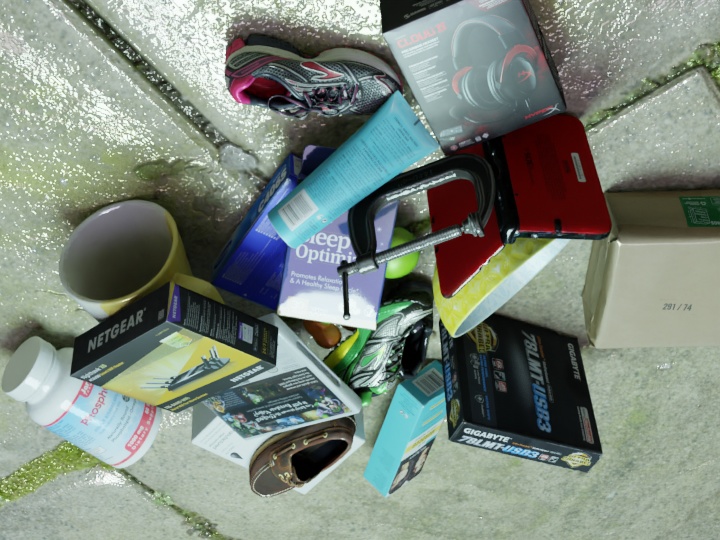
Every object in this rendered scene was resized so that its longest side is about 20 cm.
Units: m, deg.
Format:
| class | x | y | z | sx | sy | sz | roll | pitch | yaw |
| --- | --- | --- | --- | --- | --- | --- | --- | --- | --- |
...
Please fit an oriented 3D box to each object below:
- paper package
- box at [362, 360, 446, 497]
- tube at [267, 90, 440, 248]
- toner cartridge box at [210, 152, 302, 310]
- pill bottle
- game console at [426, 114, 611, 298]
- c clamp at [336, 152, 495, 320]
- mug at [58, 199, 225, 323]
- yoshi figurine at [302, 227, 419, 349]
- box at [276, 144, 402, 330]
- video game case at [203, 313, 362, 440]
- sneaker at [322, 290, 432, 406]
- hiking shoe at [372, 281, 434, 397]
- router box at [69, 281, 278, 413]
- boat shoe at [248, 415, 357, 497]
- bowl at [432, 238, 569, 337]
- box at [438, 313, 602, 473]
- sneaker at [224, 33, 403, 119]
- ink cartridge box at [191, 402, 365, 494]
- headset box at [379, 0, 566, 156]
| class | x | y | z | sx | sy | sz | roll | pitch | yaw |
| --- | --- | --- | --- | --- | --- | --- | --- | --- | --- |
| paper package | 0.387 | -0.001 | 1.560 | 0.197 | 0.104 | 0.192 | 0 | 133 | -2 |
| box | 0.069 | 0.222 | 1.753 | 0.082 | 0.049 | 0.201 | -28 | 148 | -40 |
| tube | -0.013 | -0.105 | 1.388 | 0.199 | 0.051 | 0.078 | -38 | 109 | 11 |
| toner cartridge box | -0.095 | -0.043 | 1.528 | 0.094 | 0.043 | 0.200 | 24 | 127 | -22 |
| pill bottle | -0.368 | 0.171 | 1.664 | 0.108 | 0.110 | 0.199 | -35 | 127 | 26 |
| game console | 0.172 | -0.073 | 1.412 | 0.170 | 0.201 | 0.120 | 2 | 135 | -6 |
| c clamp | 0.060 | -0.044 | 1.358 | 0.198 | 0.172 | 0.027 | -24 | 136 | 10 |
| mug | -0.255 | 0.033 | 1.507 | 0.148 | 0.187 | 0.154 | -32 | 141 | -8 |
| yoshi figurine | 0.009 | 0.011 | 1.548 | 0.111 | 0.113 | 0.201 | 8 | 131 | -21 |
| box | -0.024 | -0.037 | 1.454 | 0.119 | 0.032 | 0.203 | 9 | 108 | -4 |
| video game case | -0.126 | 0.136 | 1.563 | 0.198 | 0.024 | 0.182 | -18 | 129 | 35 |
| sneaker | 0.032 | 0.097 | 1.556 | 0.078 | 0.086 | 0.200 | -14 | 152 | -45 |
| hiking shoe | 0.038 | 0.109 | 1.639 | 0.075 | 0.101 | 0.201 | 13 | 131 | -15 |
| router box | -0.215 | 0.094 | 1.457 | 0.156 | 0.053 | 0.199 | 25 | 143 | -35 |
| boat shoe | -0.081 | 0.248 | 1.667 | 0.070 | 0.071 | 0.200 | 28 | 126 | -28 |
| bowl | 0.151 | -0.025 | 1.503 | 0.108 | 0.199 | 0.200 | 49 | 124 | 11 |
| box | 0.202 | 0.149 | 1.620 | 0.196 | 0.202 | 0.050 | 15 | 133 | -16 |
| sneaker | -0.051 | -0.195 | 1.370 | 0.197 | 0.075 | 0.081 | 5 | 132 | -10 |
| ink cartridge box | -0.111 | 0.206 | 1.729 | 0.199 | 0.084 | 0.144 | 29 | 124 | -28 |
| headset box | 0.116 | -0.238 | 1.340 | 0.147 | 0.076 | 0.201 | -19 | 131 | 15 |
